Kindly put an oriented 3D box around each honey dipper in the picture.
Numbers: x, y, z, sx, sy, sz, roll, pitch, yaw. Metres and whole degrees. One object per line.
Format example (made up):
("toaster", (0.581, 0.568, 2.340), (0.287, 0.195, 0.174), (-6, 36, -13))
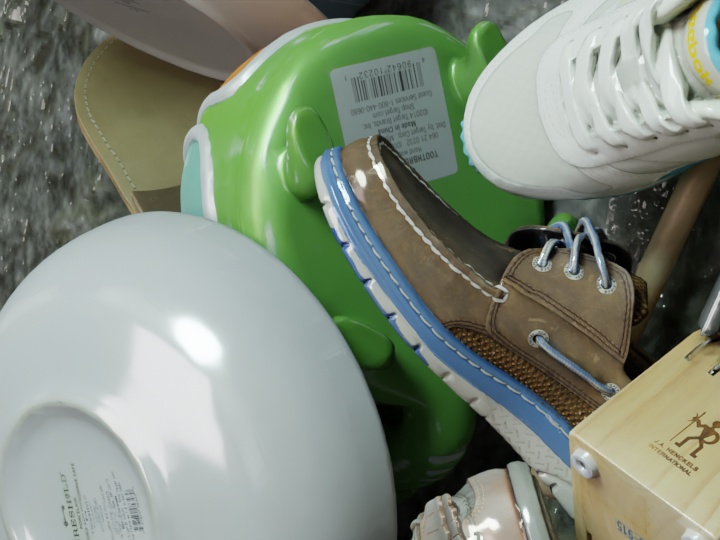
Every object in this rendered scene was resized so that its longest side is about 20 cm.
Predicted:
("honey dipper", (0.107, -0.002, 0.827), (0.038, 0.038, 0.200), (44, 118, 44))

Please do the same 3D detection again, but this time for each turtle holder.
("turtle holder", (0.005, -0.010, 0.898), (0.141, 0.186, 0.132), (-49, 25, -24))

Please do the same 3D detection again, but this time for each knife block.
("knife block", (0.152, 0.053, 0.736), (0.064, 0.176, 0.200), (37, 150, 37))

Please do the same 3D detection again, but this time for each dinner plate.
("dinner plate", (-0.095, -0.122, 0.971), (0.200, 0.200, 0.024), (13, 73, 51))

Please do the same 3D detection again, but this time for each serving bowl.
("serving bowl", (-0.082, 0.081, 0.841), (0.200, 0.066, 0.200), (12, 109, 37))

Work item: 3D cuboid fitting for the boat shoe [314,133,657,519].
("boat shoe", (0.067, 0.019, 0.794), (0.072, 0.200, 0.072), (-40, 14, 15))

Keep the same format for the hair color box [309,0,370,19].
("hair color box", (0.020, -0.201, 0.947), (0.200, 0.061, 0.099), (-38, 57, 43))

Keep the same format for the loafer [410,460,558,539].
("loafer", (0.040, 0.115, 0.788), (0.200, 0.063, 0.072), (73, -178, -76))

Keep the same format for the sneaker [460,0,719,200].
("sneaker", (0.110, -0.072, 0.749), (0.200, 0.081, 0.077), (-18, 85, 36))

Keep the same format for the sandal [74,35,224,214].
("sandal", (-0.083, -0.039, 1.043), (0.212, 0.078, 0.070), (-115, 13, -55))
